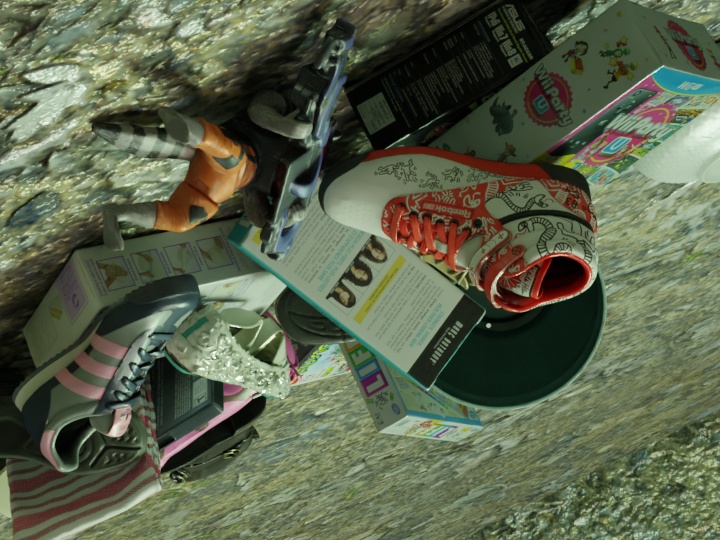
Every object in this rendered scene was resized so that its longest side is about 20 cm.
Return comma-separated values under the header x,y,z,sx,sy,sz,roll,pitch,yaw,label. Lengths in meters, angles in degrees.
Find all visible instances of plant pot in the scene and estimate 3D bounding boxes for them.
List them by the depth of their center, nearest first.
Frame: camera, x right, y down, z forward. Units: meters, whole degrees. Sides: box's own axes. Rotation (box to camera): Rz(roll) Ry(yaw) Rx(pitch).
x,y,z,sx,sy,sz,roll,pitch,yaw,label
0.132,0.019,1.776,0.200,0.201,0.134,-28,-172,9,plant pot

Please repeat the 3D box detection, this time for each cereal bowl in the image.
x,y,z,sx,sy,sz,roll,pitch,yaw,label
0.343,-0.141,1.744,0.200,0.084,0.200,-22,162,-8,cereal bowl

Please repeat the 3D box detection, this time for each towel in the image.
x,y,z,sx,sy,sz,roll,pitch,yaw,label
-0.248,0.153,1.621,0.146,0.200,0.030,-28,127,8,towel

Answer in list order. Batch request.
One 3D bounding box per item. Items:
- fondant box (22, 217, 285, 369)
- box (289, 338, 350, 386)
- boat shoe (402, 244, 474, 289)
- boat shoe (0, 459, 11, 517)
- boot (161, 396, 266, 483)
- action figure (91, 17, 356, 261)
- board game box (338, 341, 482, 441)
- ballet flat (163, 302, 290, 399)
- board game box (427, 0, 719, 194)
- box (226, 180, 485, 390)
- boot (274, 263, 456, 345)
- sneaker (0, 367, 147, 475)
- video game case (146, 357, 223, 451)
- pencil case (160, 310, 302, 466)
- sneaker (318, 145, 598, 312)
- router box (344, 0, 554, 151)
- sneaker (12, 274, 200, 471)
x,y,z,sx,sy,sz,roll,pitch,yaw,label
-0.164,0.022,1.549,0.200,0.058,0.144,-14,159,-35,fondant box
-0.012,0.056,1.895,0.110,0.035,0.200,-12,158,-36,box
0.090,-0.025,1.471,0.200,0.074,0.076,17,133,-40,boat shoe
-0.276,0.162,1.801,0.201,0.074,0.063,-34,-157,-9,boat shoe
-0.187,0.196,2.002,0.199,0.069,0.174,-21,162,-21,boot
-0.082,-0.102,1.303,0.193,0.105,0.200,-16,136,-49,action figure
0.044,0.096,1.805,0.034,0.135,0.200,-31,161,18,board game box
-0.097,0.068,1.576,0.072,0.072,0.200,-30,163,14,ballet flat
0.167,-0.114,1.401,0.200,0.064,0.147,-38,159,27,board game box
-0.003,0.004,1.478,0.082,0.200,0.049,-53,-162,-5,box
0.001,0.001,1.590,0.203,0.074,0.154,-26,-167,-18,boot
-0.273,0.124,1.585,0.199,0.077,0.114,-1,-166,8,sneaker
-0.205,0.123,1.675,0.200,0.143,0.019,-33,124,20,video game case
-0.154,0.116,1.735,0.200,0.094,0.091,-36,168,7,pencil case
0.071,-0.027,1.316,0.201,0.108,0.067,3,134,-6,sneaker
0.092,-0.129,1.459,0.150,0.062,0.200,-31,162,11,router box
-0.187,0.082,1.457,0.200,0.082,0.070,-40,156,28,sneaker
